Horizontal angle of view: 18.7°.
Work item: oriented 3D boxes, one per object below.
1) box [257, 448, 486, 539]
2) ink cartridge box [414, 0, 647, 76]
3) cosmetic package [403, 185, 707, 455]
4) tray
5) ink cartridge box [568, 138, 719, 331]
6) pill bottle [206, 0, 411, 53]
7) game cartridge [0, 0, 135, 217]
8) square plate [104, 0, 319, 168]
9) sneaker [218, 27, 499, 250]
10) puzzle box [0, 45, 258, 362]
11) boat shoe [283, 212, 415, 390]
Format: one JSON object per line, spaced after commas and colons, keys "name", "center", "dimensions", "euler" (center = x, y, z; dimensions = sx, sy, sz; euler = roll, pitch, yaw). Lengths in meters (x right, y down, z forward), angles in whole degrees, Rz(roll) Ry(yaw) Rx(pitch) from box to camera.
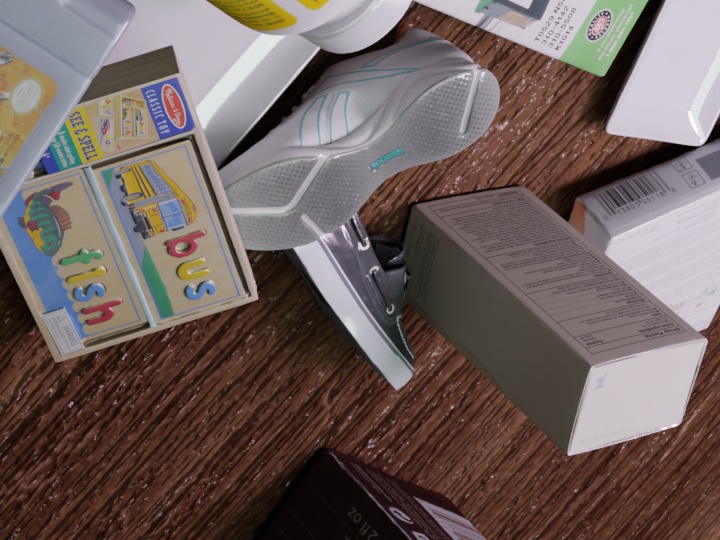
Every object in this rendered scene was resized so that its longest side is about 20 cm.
{"name": "box", "center": [0.008, 0.269, 1.562], "dimensions": [0.164, 0.166, 0.200], "euler": [28, 102, -48]}
{"name": "ink cartridge box", "center": [0.097, -0.218, 1.316], "dimensions": [0.199, 0.084, 0.147], "euler": [14, 111, -45]}
{"name": "cosmetic package", "center": [0.121, 0.028, 1.440], "dimensions": [0.103, 0.200, 0.073], "euler": [-10, 128, -33]}
{"name": "tray", "center": [0.240, -0.182, 1.508], "dimensions": [0.107, 0.022, 0.201], "euler": [5, 118, -40]}
{"name": "ink cartridge box", "center": [0.215, -0.005, 1.625], "dimensions": [0.162, 0.050, 0.200], "euler": [-22, 151, -25]}
{"name": "pill bottle", "center": [-0.059, -0.194, 1.148], "dimensions": [0.113, 0.112, 0.200], "euler": [-52, 136, 7]}
{"name": "game cartridge", "center": [-0.226, -0.091, 1.143], "dimensions": [0.133, 0.042, 0.200], "euler": [31, 102, -19]}
{"name": "square plate", "center": [-0.120, -0.134, 1.247], "dimensions": [0.200, 0.028, 0.198], "euler": [-49, 139, 3]}
{"name": "sneaker", "center": [-0.015, -0.080, 1.338], "dimensions": [0.200, 0.080, 0.071], "euler": [-28, 134, -9]}
{"name": "puzzle box", "center": [-0.142, -0.033, 1.252], "dimensions": [0.132, 0.026, 0.200], "euler": [-18, 139, -1]}
{"name": "boat shoe", "center": [0.000, 0.000, 1.426], "dimensions": [0.066, 0.070, 0.200], "euler": [-39, 130, -6]}
